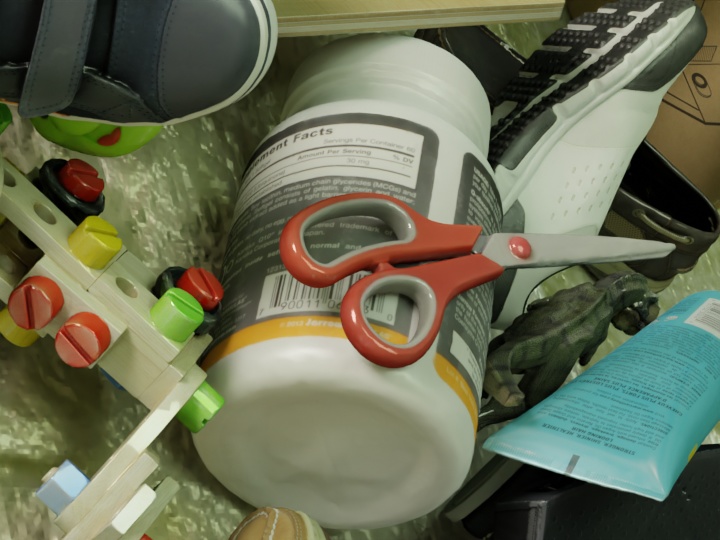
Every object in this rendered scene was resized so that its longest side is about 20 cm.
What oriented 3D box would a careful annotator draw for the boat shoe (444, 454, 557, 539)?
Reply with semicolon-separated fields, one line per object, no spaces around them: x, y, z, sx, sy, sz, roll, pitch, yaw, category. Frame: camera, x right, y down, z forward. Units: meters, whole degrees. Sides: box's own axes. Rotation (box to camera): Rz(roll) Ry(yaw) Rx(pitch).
0.110;0.088;0.979;0.060;0.076;0.200;54;38;6;boat shoe

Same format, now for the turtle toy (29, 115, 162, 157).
-0.104;-0.134;0.842;0.101;0.146;0.200;17;52;-49;turtle toy

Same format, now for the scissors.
0.052;-0.013;0.843;0.200;0.014;0.073;-20;70;-42;scissors

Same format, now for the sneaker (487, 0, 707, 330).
0.100;-0.055;1.024;0.200;0.074;0.080;-45;115;-9;sneaker

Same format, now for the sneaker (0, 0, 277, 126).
-0.132;-0.092;0.733;0.200;0.078;0.079;13;18;6;sneaker

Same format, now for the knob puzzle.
-0.031;-0.156;0.981;0.220;0.030;0.220;9;33;-6;knob puzzle

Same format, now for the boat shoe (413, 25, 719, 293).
0.113;-0.072;1.095;0.200;0.073;0.075;40;41;-20;boat shoe

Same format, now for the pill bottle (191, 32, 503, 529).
0.000;0.000;0.890;0.116;0.116;0.200;35;43;-25;pill bottle

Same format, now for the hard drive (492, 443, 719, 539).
0.125;0.143;0.935;0.200;0.042;0.135;-5;104;-47;hard drive

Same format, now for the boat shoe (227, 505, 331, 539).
-0.066;0.157;0.752;0.076;0.072;0.200;31;44;-13;boat shoe

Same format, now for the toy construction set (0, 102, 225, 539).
-0.119;0.019;0.767;0.200;0.092;0.131;56;21;-9;toy construction set

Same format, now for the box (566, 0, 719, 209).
0.198;-0.132;1.127;0.021;0.200;0.164;-7;70;-35;box

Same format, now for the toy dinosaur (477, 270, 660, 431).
0.073;0.044;0.948;0.047;0.088;0.200;53;29;4;toy dinosaur

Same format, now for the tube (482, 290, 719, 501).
0.128;0.056;0.917;0.200;0.077;0.050;-27;123;-60;tube
